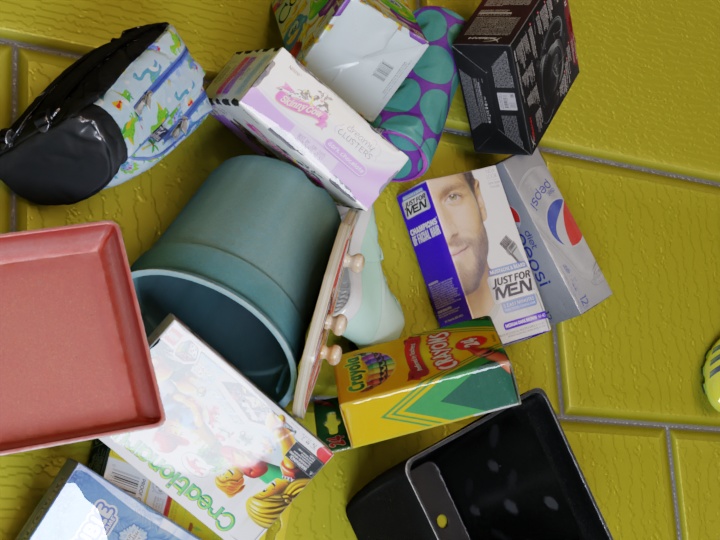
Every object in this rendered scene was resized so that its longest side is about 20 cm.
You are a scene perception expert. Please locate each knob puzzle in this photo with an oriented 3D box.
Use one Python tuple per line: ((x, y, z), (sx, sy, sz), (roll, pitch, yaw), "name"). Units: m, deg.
((-0.027, 0.052, 1.423), (0.030, 0.220, 0.220), (15, 63, 2), "knob puzzle")

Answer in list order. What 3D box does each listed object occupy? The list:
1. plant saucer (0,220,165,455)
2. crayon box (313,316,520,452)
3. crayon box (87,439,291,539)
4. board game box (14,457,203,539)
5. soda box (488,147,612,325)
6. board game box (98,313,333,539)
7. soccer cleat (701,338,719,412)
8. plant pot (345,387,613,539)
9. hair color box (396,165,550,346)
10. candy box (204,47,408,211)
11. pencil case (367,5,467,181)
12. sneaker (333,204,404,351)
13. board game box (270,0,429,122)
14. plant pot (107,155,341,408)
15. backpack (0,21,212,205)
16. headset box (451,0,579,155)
((-0.288, 0.063, 1.319), (0.200, 0.037, 0.200), (-9, 69, -21), "plant saucer")
((0.047, 0.112, 1.508), (0.200, 0.127, 0.051), (-16, 110, 0), "crayon box")
((-0.163, 0.218, 1.444), (0.200, 0.051, 0.127), (25, 62, -25), "crayon box")
((-0.226, 0.302, 1.341), (0.199, 0.043, 0.200), (36, 77, -19), "board game box")
((0.210, -0.040, 1.777), (0.063, 0.068, 0.200), (-28, 91, -38), "soda box")
((-0.139, 0.150, 1.393), (0.200, 0.035, 0.126), (42, 89, -16), "board game box")
((0.492, 0.095, 1.916), (0.065, 0.084, 0.200), (47, 55, -13), "soccer cleat")
((0.105, 0.260, 1.537), (0.199, 0.177, 0.200), (-24, 88, -37), "plant pot")
((0.128, -0.009, 1.713), (0.109, 0.065, 0.200), (-14, 82, -36), "hair color box")
((-0.063, -0.143, 1.534), (0.168, 0.200, 0.072), (40, 83, -17), "candy box")
((0.060, -0.201, 1.716), (0.092, 0.085, 0.200), (11, 58, 17), "pencil case")
((0.000, 0.000, 1.628), (0.118, 0.074, 0.201), (47, 35, -43), "sneaker")
((-0.015, -0.261, 1.609), (0.103, 0.105, 0.200), (28, 21, -24), "board game box")
((-0.118, 0.006, 1.469), (0.200, 0.200, 0.196), (42, 48, -16), "plant pot")
((-0.234, -0.154, 1.465), (0.154, 0.163, 0.200), (41, 49, -27), "backpack")
((0.187, -0.251, 1.772), (0.200, 0.077, 0.149), (-59, 144, -42), "headset box")
